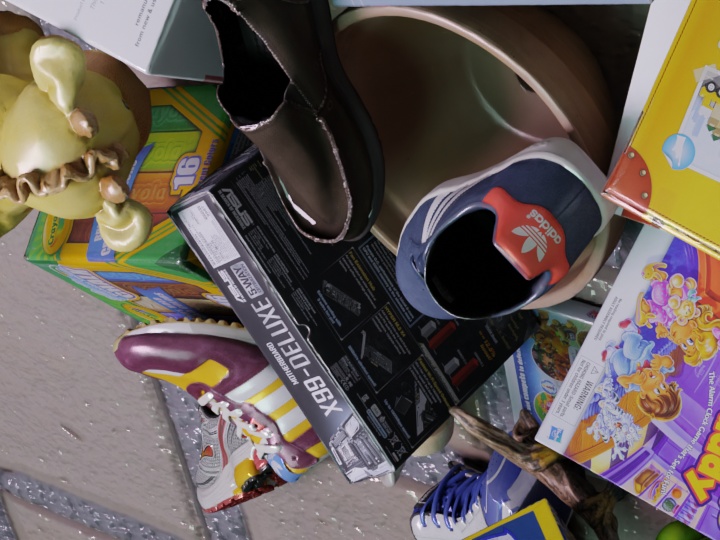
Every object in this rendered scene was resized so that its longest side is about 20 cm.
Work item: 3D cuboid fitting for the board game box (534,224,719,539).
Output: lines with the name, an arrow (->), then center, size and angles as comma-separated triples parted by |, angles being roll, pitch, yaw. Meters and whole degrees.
board game box -> 0.198, 0.032, 1.066 | 0.134, 0.201, 0.045 | 28, -176, 20

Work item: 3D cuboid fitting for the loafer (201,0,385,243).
loafer -> -0.047, -0.091, 1.110 | 0.073, 0.071, 0.201 | 11, 133, 39

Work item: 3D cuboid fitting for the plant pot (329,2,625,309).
plant pot -> 0.074, -0.084, 1.137 | 0.200, 0.093, 0.202 | 27, 141, 24

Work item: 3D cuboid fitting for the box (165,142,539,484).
box -> 0.000, 0.000, 1.224 | 0.050, 0.158, 0.201 | -22, 105, 51

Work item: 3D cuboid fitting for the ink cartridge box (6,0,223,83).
ink cartridge box -> -0.154, -0.187, 1.195 | 0.199, 0.145, 0.084 | 29, 104, 20

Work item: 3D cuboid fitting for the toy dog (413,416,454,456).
toy dog -> -0.020, 0.070, 1.385 | 0.199, 0.096, 0.132 | 13, 135, 35

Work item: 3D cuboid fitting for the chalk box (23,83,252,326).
chalk box -> -0.124, -0.038, 1.315 | 0.199, 0.126, 0.124 | 1, 158, 42

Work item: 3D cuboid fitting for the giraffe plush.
giraffe plush -> -0.194, -0.082, 1.191 | 0.161, 0.201, 0.173 | -8, 144, 34

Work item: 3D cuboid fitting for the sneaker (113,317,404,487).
sneaker -> -0.060, 0.085, 1.281 | 0.199, 0.091, 0.075 | 9, 172, -7

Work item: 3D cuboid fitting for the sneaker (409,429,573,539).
sneaker -> 0.084, 0.169, 1.386 | 0.115, 0.081, 0.200 | 26, 154, 24

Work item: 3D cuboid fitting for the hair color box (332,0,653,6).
hair color box -> 0.078, -0.183, 1.026 | 0.199, 0.099, 0.061 | 5, 130, 41

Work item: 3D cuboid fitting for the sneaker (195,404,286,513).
sneaker -> -0.084, 0.126, 1.533 | 0.083, 0.077, 0.200 | 66, 156, 11

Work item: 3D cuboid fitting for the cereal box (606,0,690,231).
cereal box -> 0.226, -0.069, 0.995 | 0.199, 0.039, 0.145 | 20, 105, 28

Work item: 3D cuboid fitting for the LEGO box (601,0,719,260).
LEGO box -> 0.233, -0.057, 0.922 | 0.199, 0.077, 0.150 | 31, 107, 25

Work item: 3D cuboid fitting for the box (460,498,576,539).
box -> 0.113, 0.200, 1.230 | 0.200, 0.064, 0.070 | 54, -169, -67

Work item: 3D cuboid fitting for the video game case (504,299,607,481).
video game case -> 0.179, 0.088, 1.279 | 0.199, 0.018, 0.144 | 17, 138, 32

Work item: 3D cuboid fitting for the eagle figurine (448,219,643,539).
eagle figurine -> 0.177, 0.062, 1.167 | 0.151, 0.200, 0.151 | 29, -163, -30

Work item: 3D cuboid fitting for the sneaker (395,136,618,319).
sneaker -> 0.055, -0.004, 1.078 | 0.075, 0.085, 0.200 | 44, 152, -3

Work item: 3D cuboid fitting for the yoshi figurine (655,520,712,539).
yoshi figurine -> 0.202, 0.212, 1.231 | 0.112, 0.113, 0.200 | -9, 154, 19
